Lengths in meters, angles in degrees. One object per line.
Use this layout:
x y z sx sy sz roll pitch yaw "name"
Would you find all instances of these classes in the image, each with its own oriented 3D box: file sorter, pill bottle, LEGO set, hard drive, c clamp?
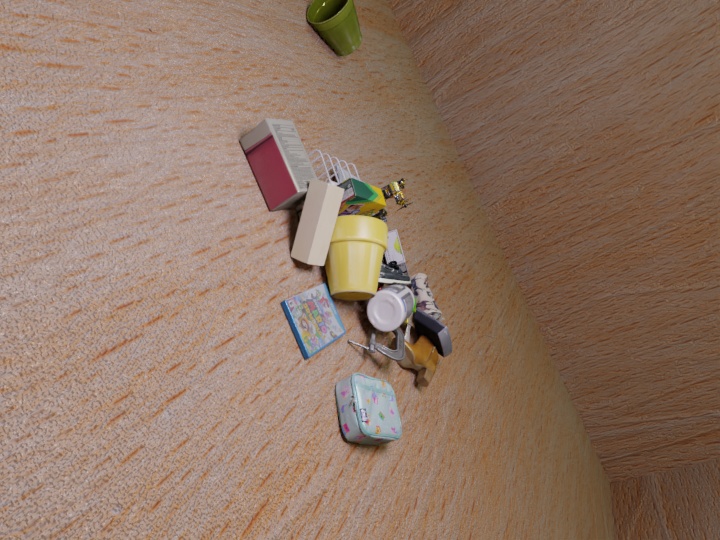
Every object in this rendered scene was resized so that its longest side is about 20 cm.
-0.097 -0.248 1.520 0.198 0.136 0.128 3 62 -59 "file sorter"
0.095 0.103 1.542 0.117 0.111 0.199 65 18 3 "pill bottle"
0.072 -0.191 1.655 0.119 0.195 0.154 64 8 -4 "LEGO set"
0.235 0.209 1.723 0.133 0.043 0.202 33 -19 29 "hard drive"
0.058 0.187 1.507 0.167 0.028 0.201 29 24 -1 "c clamp"

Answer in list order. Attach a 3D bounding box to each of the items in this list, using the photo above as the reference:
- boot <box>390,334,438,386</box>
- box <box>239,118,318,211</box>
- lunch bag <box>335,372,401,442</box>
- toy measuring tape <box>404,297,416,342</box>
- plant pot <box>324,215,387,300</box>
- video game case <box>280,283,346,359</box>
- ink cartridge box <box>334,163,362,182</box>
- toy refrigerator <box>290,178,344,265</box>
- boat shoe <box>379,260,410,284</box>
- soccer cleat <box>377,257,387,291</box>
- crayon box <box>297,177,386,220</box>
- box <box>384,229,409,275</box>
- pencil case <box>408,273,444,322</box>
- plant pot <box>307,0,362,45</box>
0.173 0.248 1.656 0.203 0.069 0.145 53 36 -18 "boot"
-0.206 -0.275 1.373 0.127 0.107 0.206 -22 87 -62 "box"
0.022 0.345 1.319 0.198 0.075 0.166 29 44 -49 "lunch bag"
0.136 0.166 1.708 0.073 0.072 0.207 31 64 -45 "toy measuring tape"
-0.021 -0.026 1.437 0.198 0.195 0.197 20 66 -53 "plant pot"
-0.113 0.121 1.322 0.199 0.017 0.147 -23 88 -63 "video game case"
-0.023 -0.225 1.733 0.198 0.040 0.207 24 49 -52 "ink cartridge box"
-0.113 -0.123 1.352 0.075 0.068 0.208 6 101 -58 "toy refrigerator"
0.094 0.004 1.576 0.196 0.073 0.069 4 89 -52 "boat shoe"
0.059 0.009 1.669 0.085 0.067 0.205 41 33 -38 "soccer cleat"
-0.051 -0.171 1.471 0.170 0.196 0.060 7 60 -57 "crayon box"
0.117 -0.033 1.729 0.201 0.058 0.121 63 13 -65 "box"
0.222 0.098 1.832 0.088 0.078 0.204 26 32 -34 "pencil case"
-0.085 -0.972 2.088 0.193 0.194 0.207 49 29 -50 "plant pot"
